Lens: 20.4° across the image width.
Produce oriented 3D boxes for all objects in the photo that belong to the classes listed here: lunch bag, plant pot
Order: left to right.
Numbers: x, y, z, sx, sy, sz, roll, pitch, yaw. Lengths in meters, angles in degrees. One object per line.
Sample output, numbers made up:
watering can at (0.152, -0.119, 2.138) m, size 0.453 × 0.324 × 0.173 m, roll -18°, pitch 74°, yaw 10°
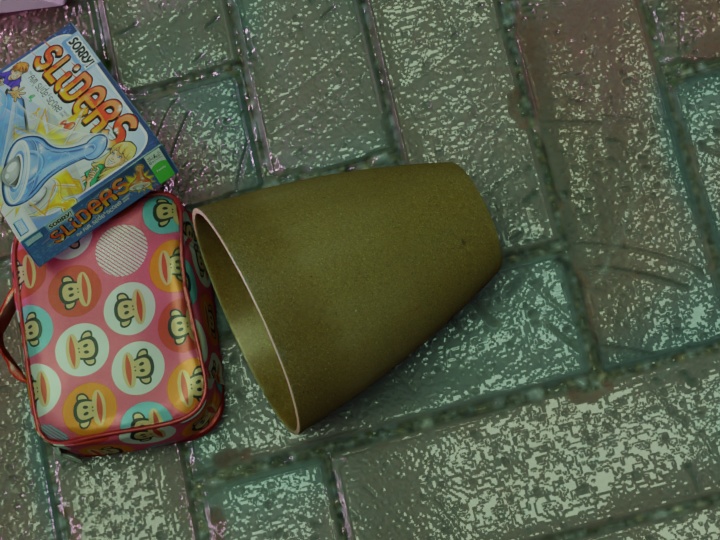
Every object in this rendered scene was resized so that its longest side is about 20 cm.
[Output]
lunch bag at (-0.204, 0.046, 1.585) m, size 0.175 × 0.082 × 0.201 m, roll -11°, pitch 74°, yaw 8°
plant pot at (0.000, 0.000, 1.523) m, size 0.199 × 0.187 × 0.187 m, roll -24°, pitch 71°, yaw -12°

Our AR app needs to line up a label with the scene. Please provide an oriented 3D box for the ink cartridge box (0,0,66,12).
ink cartridge box at (-0.315, -0.319, 1.671) m, size 0.116 × 0.067 × 0.201 m, roll -9°, pitch 87°, yaw -15°

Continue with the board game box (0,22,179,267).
board game box at (-0.245, -0.105, 1.611) m, size 0.135 × 0.035 × 0.200 m, roll -35°, pitch 46°, yaw -5°
